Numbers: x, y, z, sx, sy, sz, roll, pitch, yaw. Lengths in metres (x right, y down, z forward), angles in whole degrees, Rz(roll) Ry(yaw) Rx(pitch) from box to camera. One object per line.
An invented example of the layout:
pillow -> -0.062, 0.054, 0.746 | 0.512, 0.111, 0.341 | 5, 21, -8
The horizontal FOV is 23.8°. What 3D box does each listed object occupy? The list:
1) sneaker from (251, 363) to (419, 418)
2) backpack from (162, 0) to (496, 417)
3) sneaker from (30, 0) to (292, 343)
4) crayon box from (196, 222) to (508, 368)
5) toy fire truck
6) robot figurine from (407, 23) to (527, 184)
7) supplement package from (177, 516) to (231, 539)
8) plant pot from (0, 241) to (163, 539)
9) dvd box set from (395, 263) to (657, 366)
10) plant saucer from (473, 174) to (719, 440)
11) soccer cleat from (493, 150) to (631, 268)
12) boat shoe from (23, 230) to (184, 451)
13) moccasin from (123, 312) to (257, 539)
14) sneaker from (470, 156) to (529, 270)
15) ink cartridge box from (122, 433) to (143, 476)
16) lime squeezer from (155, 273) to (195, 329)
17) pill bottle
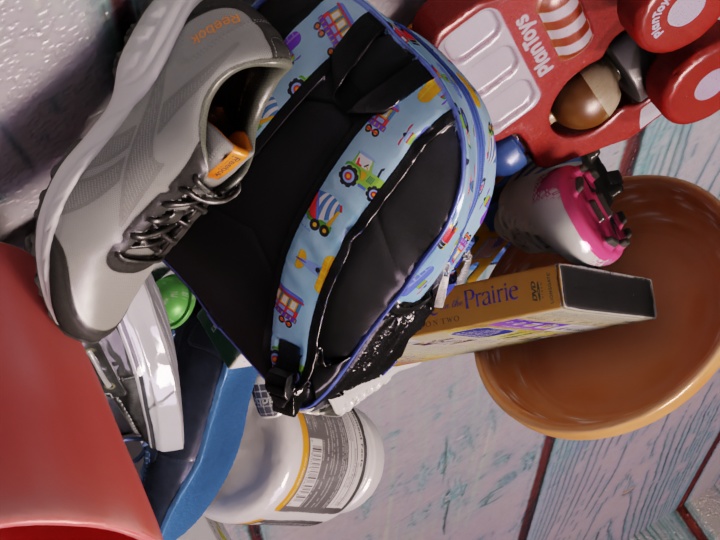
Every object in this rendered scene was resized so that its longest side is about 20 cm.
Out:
sneaker -> -0.018, 0.071, 1.286 | 0.076, 0.081, 0.199 | -14, 168, 38
backpack -> -0.012, -0.053, 0.925 | 0.134, 0.183, 0.200 | -16, 148, -55
sneaker -> -0.101, -0.047, 0.860 | 0.074, 0.079, 0.201 | 2, 119, -57
crayon box -> 0.000, 0.000, 1.164 | 0.199, 0.052, 0.126 | -5, 142, -47
toy fire truck -> 0.125, -0.133, 0.994 | 0.167, 0.112, 0.200 | -34, 147, 2
robot figurine -> 0.061, -0.099, 1.088 | 0.145, 0.058, 0.199 | -43, 157, 26
supplement package -> -0.161, 0.271, 1.497 | 0.109, 0.114, 0.200 | -30, 160, -6
plant pot -> -0.214, 0.093, 0.894 | 0.199, 0.178, 0.201 | -13, 153, -7
dvd box set -> 0.070, 0.032, 1.087 | 0.199, 0.030, 0.146 | -13, 169, 31
plant saucer -> 0.170, 0.028, 1.142 | 0.200, 0.201, 0.037 | -37, 132, 9
soccer cleat -> 0.125, -0.033, 1.103 | 0.086, 0.070, 0.200 | -30, -172, 16
boat shoe -> -0.154, 0.037, 1.032 | 0.070, 0.072, 0.201 | -13, 131, -2
moccasin -> -0.124, 0.109, 1.227 | 0.080, 0.068, 0.201 | -30, 148, -54
sneaker -> 0.068, -0.024, 1.242 | 0.200, 0.079, 0.066 | -40, 161, 20
ink cartridge box -> -0.224, 0.189, 1.288 | 0.199, 0.067, 0.116 | -6, 145, -51
lime squeezer -> -0.142, 0.016, 1.093 | 0.199, 0.038, 0.071 | -26, 126, -18
pill bottle -> -0.061, 0.146, 1.368 | 0.116, 0.117, 0.200 | -38, 159, 13
